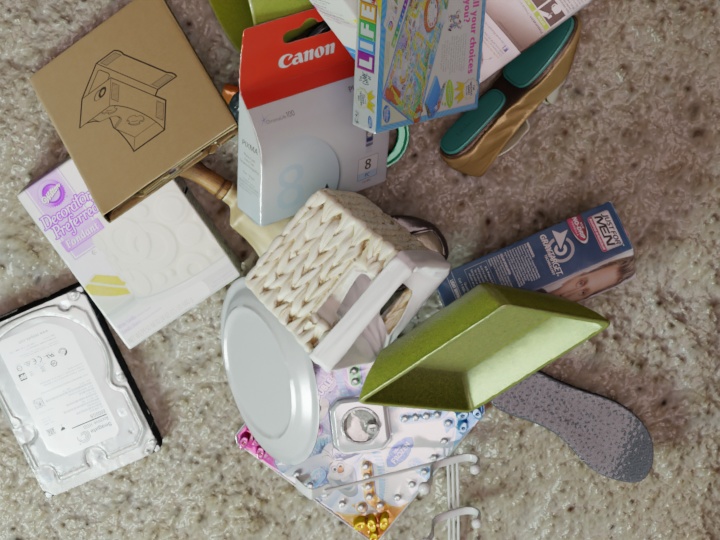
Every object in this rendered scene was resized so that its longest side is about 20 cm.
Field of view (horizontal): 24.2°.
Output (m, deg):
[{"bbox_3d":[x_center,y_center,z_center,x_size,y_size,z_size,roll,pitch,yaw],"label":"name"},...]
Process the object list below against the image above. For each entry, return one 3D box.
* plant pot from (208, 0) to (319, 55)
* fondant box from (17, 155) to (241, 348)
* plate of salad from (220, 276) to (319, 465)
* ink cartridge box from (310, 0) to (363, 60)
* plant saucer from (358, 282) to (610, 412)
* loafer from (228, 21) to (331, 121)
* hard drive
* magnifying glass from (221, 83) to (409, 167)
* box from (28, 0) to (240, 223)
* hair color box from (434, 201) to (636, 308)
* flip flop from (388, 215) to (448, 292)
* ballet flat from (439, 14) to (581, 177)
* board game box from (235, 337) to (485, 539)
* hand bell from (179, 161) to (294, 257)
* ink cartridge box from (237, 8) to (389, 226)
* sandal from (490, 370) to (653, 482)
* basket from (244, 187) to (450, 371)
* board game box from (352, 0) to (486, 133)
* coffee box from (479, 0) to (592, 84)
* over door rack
[{"bbox_3d":[-0.050,-0.328,1.639,0.200,0.187,0.187,-23,103,-13],"label":"plant pot"},{"bbox_3d":[-0.238,-0.041,1.744,0.144,0.058,0.200,-34,100,5],"label":"fondant box"},{"bbox_3d":[-0.087,0.101,1.725,0.048,0.200,0.200,-14,105,-30],"label":"plate of salad"},{"bbox_3d":[0.009,-0.282,1.556,0.116,0.067,0.200,-53,136,-11],"label":"ink cartridge box"},{"bbox_3d":[0.119,0.073,1.685,0.200,0.200,0.048,-35,64,30],"label":"plant saucer"},{"bbox_3d":[-0.038,-0.199,1.695,0.200,0.073,0.072,-41,80,2],"label":"loafer"},{"bbox_3d":[-0.315,0.128,1.790,0.140,0.038,0.200,-22,103,4],"label":"hard drive"},{"bbox_3d":[-0.047,-0.157,1.741,0.200,0.022,0.080,15,99,-3],"label":"magnifying glass"},{"bbox_3d":[-0.228,-0.166,1.671,0.163,0.021,0.200,-34,61,5],"label":"box"},{"bbox_3d":[0.182,0.008,1.739,0.200,0.100,0.061,-24,69,4],"label":"hair color box"},{"bbox_3d":[0.000,0.000,1.763,0.200,0.058,0.081,-27,90,21],"label":"flip flop"},{"bbox_3d":[0.164,-0.178,1.732,0.200,0.069,0.063,-46,128,10],"label":"ballet flat"},{"bbox_3d":[0.000,0.168,1.813,0.200,0.026,0.200,37,99,-9],"label":"board game box"},{"bbox_3d":[-0.144,-0.088,1.702,0.200,0.104,0.104,35,99,-14],"label":"hand bell"},{"bbox_3d":[-0.042,-0.156,1.630,0.160,0.047,0.200,-21,133,-32],"label":"ink cartridge box"},{"bbox_3d":[0.231,0.157,1.815,0.200,0.043,0.076,33,93,1],"label":"sandal"},{"bbox_3d":[-0.011,0.006,1.625,0.123,0.200,0.136,41,99,11],"label":"basket"},{"bbox_3d":[0.057,-0.237,1.549,0.134,0.034,0.200,-17,120,-37],"label":"board game box"},{"bbox_3d":[0.123,-0.246,1.681,0.200,0.113,0.080,-37,101,6],"label":"coffee box"},{"bbox_3d":[0.036,0.283,1.793,0.200,0.067,0.148,-7,113,-12],"label":"over door rack"}]
